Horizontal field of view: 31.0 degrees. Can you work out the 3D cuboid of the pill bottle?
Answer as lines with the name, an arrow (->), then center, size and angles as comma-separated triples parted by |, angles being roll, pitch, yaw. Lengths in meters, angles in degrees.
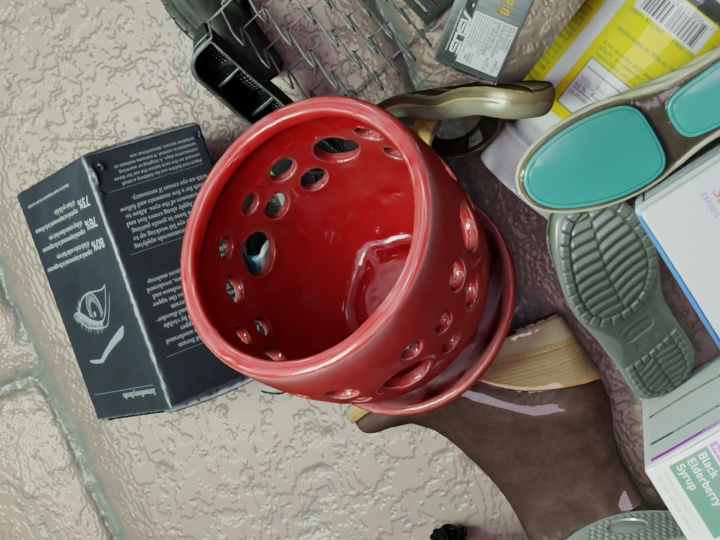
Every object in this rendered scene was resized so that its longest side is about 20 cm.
pill bottle -> 0.184, -0.132, 0.939 | 0.114, 0.114, 0.200 | 40, 104, 5

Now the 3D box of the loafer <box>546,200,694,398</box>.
loafer -> 0.178, 0.012, 0.942 | 0.075, 0.070, 0.200 | -32, 126, -2

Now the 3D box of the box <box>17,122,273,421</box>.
box -> -0.166, 0.006, 1.010 | 0.148, 0.104, 0.201 | -13, 97, 56

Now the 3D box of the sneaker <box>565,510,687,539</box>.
sneaker -> 0.249, 0.241, 0.972 | 0.199, 0.074, 0.119 | -5, 99, -9

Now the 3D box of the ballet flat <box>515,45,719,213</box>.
ballet flat -> 0.194, -0.097, 0.857 | 0.199, 0.069, 0.070 | -24, 92, 7

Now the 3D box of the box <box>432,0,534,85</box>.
box -> 0.113, -0.244, 0.839 | 0.048, 0.159, 0.201 | 22, 130, 0

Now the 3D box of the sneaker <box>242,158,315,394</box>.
sneaker -> -0.079, 0.004, 1.033 | 0.075, 0.087, 0.201 | 0, 99, 11

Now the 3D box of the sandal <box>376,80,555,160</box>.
sandal -> 0.071, -0.105, 0.932 | 0.080, 0.200, 0.054 | -12, 100, -24

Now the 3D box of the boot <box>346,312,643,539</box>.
boot -> 0.103, 0.141, 1.014 | 0.199, 0.072, 0.167 | -21, 90, 11

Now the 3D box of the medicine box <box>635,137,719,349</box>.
medicine box -> 0.277, -0.001, 0.889 | 0.103, 0.200, 0.183 | -33, 89, 15

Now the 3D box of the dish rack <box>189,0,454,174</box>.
dish rack -> -0.016, -0.186, 0.972 | 0.200, 0.055, 0.153 | -42, 129, 13

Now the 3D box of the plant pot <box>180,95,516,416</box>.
plant pot -> 0.000, 0.000, 0.928 | 0.200, 0.182, 0.202 | -10, 69, 26

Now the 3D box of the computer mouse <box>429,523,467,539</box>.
computer mouse -> 0.144, 0.240, 0.986 | 0.199, 0.140, 0.046 | 24, 95, 9

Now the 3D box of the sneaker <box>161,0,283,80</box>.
sneaker -> -0.124, -0.236, 1.021 | 0.091, 0.076, 0.200 | -42, 91, 5

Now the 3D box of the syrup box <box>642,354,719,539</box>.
syrup box -> 0.251, 0.127, 0.913 | 0.081, 0.200, 0.079 | -33, 90, 15
